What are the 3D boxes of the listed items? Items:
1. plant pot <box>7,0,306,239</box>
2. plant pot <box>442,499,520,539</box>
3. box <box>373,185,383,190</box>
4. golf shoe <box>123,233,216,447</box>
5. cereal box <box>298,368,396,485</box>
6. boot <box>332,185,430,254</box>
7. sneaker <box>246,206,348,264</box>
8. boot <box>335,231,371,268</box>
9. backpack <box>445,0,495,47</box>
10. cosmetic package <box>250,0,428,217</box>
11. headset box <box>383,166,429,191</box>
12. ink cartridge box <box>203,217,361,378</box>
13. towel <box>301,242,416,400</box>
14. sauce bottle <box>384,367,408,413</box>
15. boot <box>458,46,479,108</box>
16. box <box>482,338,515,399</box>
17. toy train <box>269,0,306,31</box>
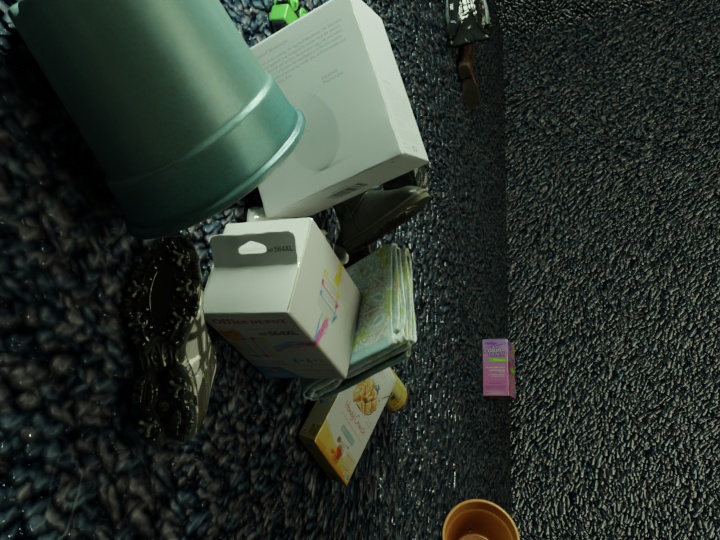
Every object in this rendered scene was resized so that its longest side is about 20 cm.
[{"bbox_3d":[-0.176,-0.170,0.535,0.199,0.196,0.202,61,32,-31],"label":"plant pot"},{"bbox_3d":[0.305,0.723,1.598,0.142,0.194,0.203,89,14,-45],"label":"plant pot"},{"bbox_3d":[-0.036,-0.218,0.956,0.059,0.115,0.206,-20,106,-44],"label":"box"},{"bbox_3d":[-0.187,0.069,0.622,0.095,0.075,0.206,57,33,-81],"label":"golf shoe"},{"bbox_3d":[-0.014,0.217,0.988,0.202,0.039,0.145,-60,141,-30],"label":"cereal box"},{"bbox_3d":[-0.009,-0.145,0.878,0.072,0.180,0.204,-14,79,-52],"label":"boot"},{"bbox_3d":[-0.088,-0.043,0.861,0.199,0.078,0.079,28,62,-63],"label":"sneaker"},{"bbox_3d":[0.000,0.000,1.100,0.139,0.075,0.205,-61,154,-60],"label":"boot"},{"bbox_3d":[0.347,-0.856,2.039,0.127,0.162,0.205,-84,162,-78],"label":"backpack"},{"bbox_3d":[-0.045,-0.198,0.783,0.122,0.195,0.205,-13,84,-68],"label":"cosmetic package"},{"bbox_3d":[0.029,-0.203,1.093,0.078,0.145,0.203,-69,146,-48],"label":"headset box"},{"bbox_3d":[-0.097,0.034,0.758,0.201,0.125,0.128,56,38,-50],"label":"ink cartridge box"},{"bbox_3d":[-0.007,0.071,0.860,0.048,0.198,0.174,36,39,-35],"label":"towel"},{"bbox_3d":[0.033,0.202,1.145,0.201,0.064,0.067,54,38,-49],"label":"sauce bottle"},{"bbox_3d":[0.400,-0.727,2.256,0.203,0.063,0.189,-79,157,-43],"label":"boot"},{"bbox_3d":[0.519,0.371,2.298,0.176,0.094,0.206,34,54,-63],"label":"box"},{"bbox_3d":[-0.084,-0.356,0.982,0.200,0.041,0.058,41,58,-61],"label":"toy train"}]
